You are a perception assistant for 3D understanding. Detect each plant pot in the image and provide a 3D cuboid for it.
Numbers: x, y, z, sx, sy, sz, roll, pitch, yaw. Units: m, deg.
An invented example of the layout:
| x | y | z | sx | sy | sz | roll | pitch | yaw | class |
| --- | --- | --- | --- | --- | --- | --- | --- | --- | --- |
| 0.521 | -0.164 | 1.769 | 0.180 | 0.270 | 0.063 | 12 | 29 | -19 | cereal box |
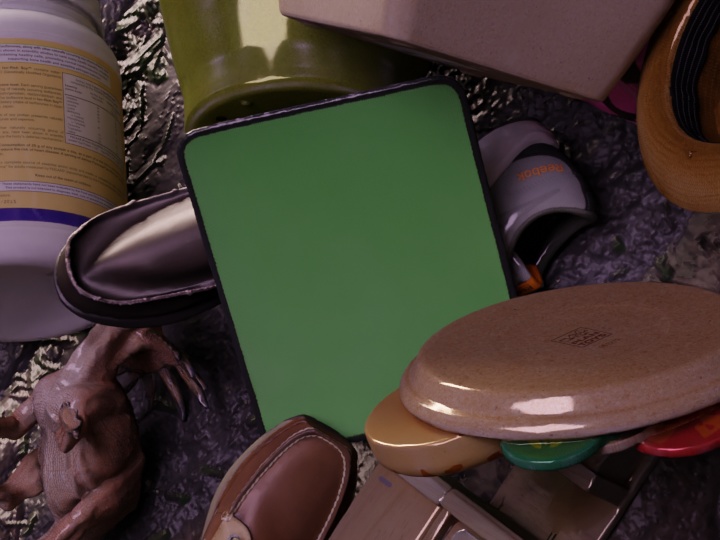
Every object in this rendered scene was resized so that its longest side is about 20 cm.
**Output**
| x | y | z | sx | sy | sz | roll | pitch | yaw | class |
| --- | --- | --- | --- | --- | --- | --- | --- | --- | --- |
| 0.064 | -0.192 | 1.394 | 0.200 | 0.200 | 0.177 | 21 | 97 | 60 | plant pot |
| -0.033 | -0.160 | 1.533 | 0.200 | 0.200 | 0.193 | -14 | 62 | 29 | plant pot |

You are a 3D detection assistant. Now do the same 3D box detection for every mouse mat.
| x | y | z | sx | sy | sz | roll | pitch | yaw | class |
| --- | --- | --- | --- | --- | --- | --- | --- | --- | --- |
| 0.000 | 0.000 | 1.470 | 0.161 | 0.200 | 0.008 | -12 | 23 | 9 | mouse mat |

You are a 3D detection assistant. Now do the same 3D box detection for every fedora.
| x | y | z | sx | sy | sz | roll | pitch | yaw | class |
| --- | --- | --- | --- | --- | --- | --- | --- | --- | --- |
| 0.226 | -0.105 | 1.335 | 0.200 | 0.082 | 0.201 | -33 | 43 | 39 | fedora |

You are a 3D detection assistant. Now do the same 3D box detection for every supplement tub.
| x | y | z | sx | sy | sz | roll | pitch | yaw | class |
| --- | --- | --- | --- | --- | --- | --- | --- | --- | --- |
| -0.216 | -0.071 | 1.663 | 0.145 | 0.145 | 0.200 | -18 | 63 | 27 | supplement tub |

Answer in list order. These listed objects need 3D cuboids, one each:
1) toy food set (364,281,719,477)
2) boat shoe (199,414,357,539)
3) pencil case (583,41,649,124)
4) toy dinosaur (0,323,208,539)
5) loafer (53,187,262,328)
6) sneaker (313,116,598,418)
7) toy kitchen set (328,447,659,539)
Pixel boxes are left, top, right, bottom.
| x | y | z | sx | sy | sz | roll | pitch | yaw | class |
| --- | --- | --- | --- | --- | --- | --- | --- | --- | --- |
| 0.116 | 0.056 | 1.380 | 0.198 | 0.200 | 0.049 | 3 | 110 | 34 | toy food set |
| -0.065 | 0.176 | 1.499 | 0.200 | 0.076 | 0.074 | -59 | 10 | 12 | boat shoe |
| 0.158 | -0.184 | 1.495 | 0.093 | 0.091 | 0.200 | 19 | 82 | 6 | pencil case |
| -0.154 | 0.102 | 1.594 | 0.086 | 0.135 | 0.200 | 30 | 121 | 32 | toy dinosaur |
| -0.077 | -0.025 | 1.511 | 0.200 | 0.071 | 0.073 | -15 | 67 | 0 | loafer |
| 0.050 | 0.009 | 1.504 | 0.200 | 0.074 | 0.079 | -48 | 60 | 9 | sneaker |
| 0.059 | 0.121 | 1.387 | 0.200 | 0.180 | 0.163 | 35 | 92 | 37 | toy kitchen set |
